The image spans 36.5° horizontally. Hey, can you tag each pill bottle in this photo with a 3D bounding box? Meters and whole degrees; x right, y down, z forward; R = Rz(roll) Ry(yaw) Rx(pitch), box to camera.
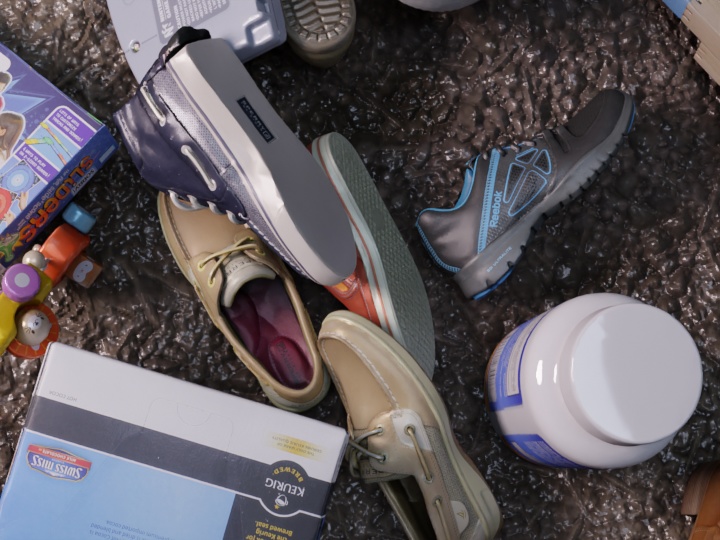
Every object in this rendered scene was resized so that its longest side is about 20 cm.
[{"bbox_3d":[0.154,0.076,0.733,0.110,0.200,0.114,1,81,-5],"label":"pill bottle"}]

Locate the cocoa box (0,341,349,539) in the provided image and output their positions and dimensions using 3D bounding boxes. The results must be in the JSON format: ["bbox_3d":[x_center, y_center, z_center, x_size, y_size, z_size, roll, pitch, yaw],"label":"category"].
[{"bbox_3d":[-0.123,0.143,0.728,0.197,0.133,0.133,17,80,-3],"label":"cocoa box"}]

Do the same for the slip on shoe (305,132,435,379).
[{"bbox_3d":[0.000,0.000,0.806,0.061,0.074,0.202,-26,90,25],"label":"slip on shoe"}]

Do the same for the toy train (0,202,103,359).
[{"bbox_3d":[-0.236,0.050,0.739,0.055,0.150,0.201,36,87,-10],"label":"toy train"}]

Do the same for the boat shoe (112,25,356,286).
[{"bbox_3d":[-0.088,-0.062,0.760,0.092,0.075,0.201,-33,90,31],"label":"boat shoe"}]

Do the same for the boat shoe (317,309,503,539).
[{"bbox_3d":[0.024,0.122,0.760,0.065,0.072,0.202,-38,102,-32],"label":"boat shoe"}]

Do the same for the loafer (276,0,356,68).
[{"bbox_3d":[-0.051,-0.238,0.836,0.074,0.068,0.203,-9,66,-7],"label":"loafer"}]

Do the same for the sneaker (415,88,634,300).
[{"bbox_3d":[0.127,-0.074,0.820,0.082,0.073,0.200,43,79,3],"label":"sneaker"}]

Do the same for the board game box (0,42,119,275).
[{"bbox_3d":[-0.287,-0.101,0.775,0.199,0.035,0.136,38,79,19],"label":"board game box"}]

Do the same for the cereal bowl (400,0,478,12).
[{"bbox_3d":[0.023,-0.277,0.806,0.083,0.199,0.202,-28,82,32],"label":"cereal bowl"}]

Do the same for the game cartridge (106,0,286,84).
[{"bbox_3d":[-0.132,-0.234,0.807,0.132,0.040,0.203,-19,76,23],"label":"game cartridge"}]

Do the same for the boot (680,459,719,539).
[{"bbox_3d":[0.265,0.224,0.742,0.076,0.155,0.203,16,79,-3],"label":"boot"}]

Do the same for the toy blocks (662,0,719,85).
[{"bbox_3d":[0.329,-0.218,0.863,0.199,0.100,0.137,-36,74,-10],"label":"toy blocks"}]

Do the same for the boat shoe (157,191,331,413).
[{"bbox_3d":[-0.082,0.008,0.789,0.074,0.066,0.201,-34,85,-10],"label":"boat shoe"}]
